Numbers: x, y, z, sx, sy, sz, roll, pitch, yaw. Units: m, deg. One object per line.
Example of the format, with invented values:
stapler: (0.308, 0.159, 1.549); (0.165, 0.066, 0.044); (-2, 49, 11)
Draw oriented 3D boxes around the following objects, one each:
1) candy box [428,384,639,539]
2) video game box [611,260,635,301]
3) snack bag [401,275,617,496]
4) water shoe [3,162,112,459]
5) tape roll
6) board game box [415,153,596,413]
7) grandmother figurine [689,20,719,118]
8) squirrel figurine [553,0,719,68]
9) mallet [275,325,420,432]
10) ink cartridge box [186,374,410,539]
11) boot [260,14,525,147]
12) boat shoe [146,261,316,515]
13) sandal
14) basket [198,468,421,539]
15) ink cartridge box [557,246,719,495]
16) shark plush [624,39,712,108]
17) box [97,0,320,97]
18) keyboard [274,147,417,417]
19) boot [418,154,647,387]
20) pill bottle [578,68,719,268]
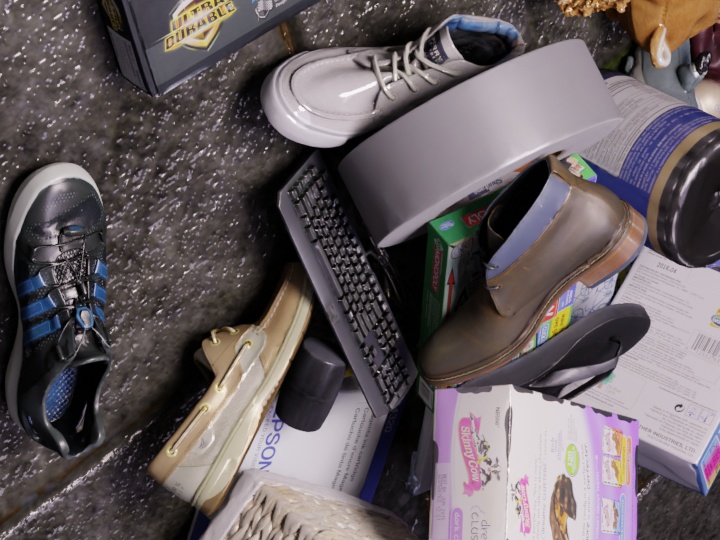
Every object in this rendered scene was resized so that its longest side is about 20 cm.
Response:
candy box: (0.134, 0.184, 1.336); (0.200, 0.071, 0.169); (19, 70, -51)
video game box: (0.169, -0.001, 1.503); (0.199, 0.047, 0.183); (-23, 127, -32)
snack bag: (0.129, 0.089, 1.474); (0.199, 0.021, 0.189); (-11, 122, -38)
water shoe: (-0.187, 0.028, 1.153); (0.071, 0.079, 0.201); (-16, 125, -37)
tape roll: (0.086, -0.090, 1.261); (0.200, 0.200, 0.066); (-23, 84, -33)
board game box: (0.108, 0.013, 1.340); (0.134, 0.029, 0.201); (-25, 144, -21)
grandmother figurine: (0.321, -0.205, 1.515); (0.121, 0.061, 0.201); (20, 97, -39)
squirrel figurine: (0.217, -0.254, 1.352); (0.199, 0.142, 0.187); (-10, 133, -23)
mallet: (0.005, 0.062, 1.358); (0.200, 0.041, 0.066); (-28, 144, -53)
ink cartridge box: (-0.042, 0.177, 1.415); (0.199, 0.043, 0.197); (2, 112, -43)
boot: (0.027, -0.143, 1.229); (0.200, 0.074, 0.095); (-17, 168, -45)
boat shoe: (-0.091, 0.074, 1.275); (0.201, 0.066, 0.074); (-65, -177, -20)
sandal: (0.154, 0.090, 1.413); (0.200, 0.043, 0.076); (-27, 151, -20)
basket: (-0.032, 0.287, 1.347); (0.200, 0.161, 0.199); (24, 99, -50)
ink cartridge box: (0.275, 0.069, 1.492); (0.200, 0.136, 0.076); (-59, 153, -16)
shark plush: (0.268, -0.159, 1.451); (0.091, 0.083, 0.201); (19, 79, -25)
box: (-0.083, -0.226, 1.119); (0.200, 0.046, 0.159); (-34, 134, -24)
keyboard: (0.000, 0.000, 1.305); (0.201, 0.021, 0.127); (66, 29, -24)
boot: (0.097, -0.002, 1.243); (0.200, 0.075, 0.097); (-40, 126, 17)
pill bottle: (0.207, -0.090, 1.366); (0.112, 0.200, 0.112); (-23, 128, -32)
